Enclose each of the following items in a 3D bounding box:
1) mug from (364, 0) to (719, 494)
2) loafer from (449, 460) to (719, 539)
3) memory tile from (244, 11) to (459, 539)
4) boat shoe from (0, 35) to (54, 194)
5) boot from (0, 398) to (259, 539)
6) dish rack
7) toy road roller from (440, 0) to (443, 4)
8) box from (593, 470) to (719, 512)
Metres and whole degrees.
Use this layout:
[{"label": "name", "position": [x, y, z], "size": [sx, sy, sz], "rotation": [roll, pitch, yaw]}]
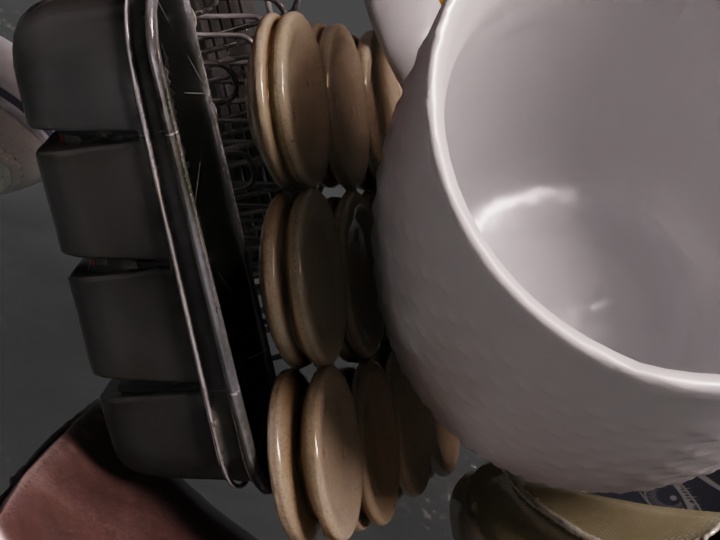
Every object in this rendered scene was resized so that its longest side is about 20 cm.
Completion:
[{"label": "mug", "position": [0.061, -0.032, 0.732], "size": [0.147, 0.175, 0.200], "rotation": [-29, 78, -17]}, {"label": "loafer", "position": [0.100, 0.101, 0.769], "size": [0.076, 0.068, 0.200], "rotation": [29, 6, -39]}, {"label": "memory tile", "position": [0.000, 0.000, 0.782], "size": [0.200, 0.017, 0.154], "rotation": [-11, 95, -77]}, {"label": "boat shoe", "position": [-0.162, -0.029, 0.664], "size": [0.201, 0.074, 0.086], "rotation": [15, 57, -42]}, {"label": "boot", "position": [-0.023, 0.099, 0.755], "size": [0.167, 0.072, 0.200], "rotation": [50, 27, -2]}, {"label": "dish rack", "position": [-0.043, -0.041, 0.764], "size": [0.200, 0.054, 0.154], "rotation": [-63, 146, -62]}, {"label": "toy road roller", "position": [0.092, -0.099, 0.971], "size": [0.146, 0.123, 0.201], "rotation": [35, 44, -48]}, {"label": "box", "position": [0.195, 0.069, 0.921], "size": [0.197, 0.200, 0.118], "rotation": [47, 40, -20]}]
